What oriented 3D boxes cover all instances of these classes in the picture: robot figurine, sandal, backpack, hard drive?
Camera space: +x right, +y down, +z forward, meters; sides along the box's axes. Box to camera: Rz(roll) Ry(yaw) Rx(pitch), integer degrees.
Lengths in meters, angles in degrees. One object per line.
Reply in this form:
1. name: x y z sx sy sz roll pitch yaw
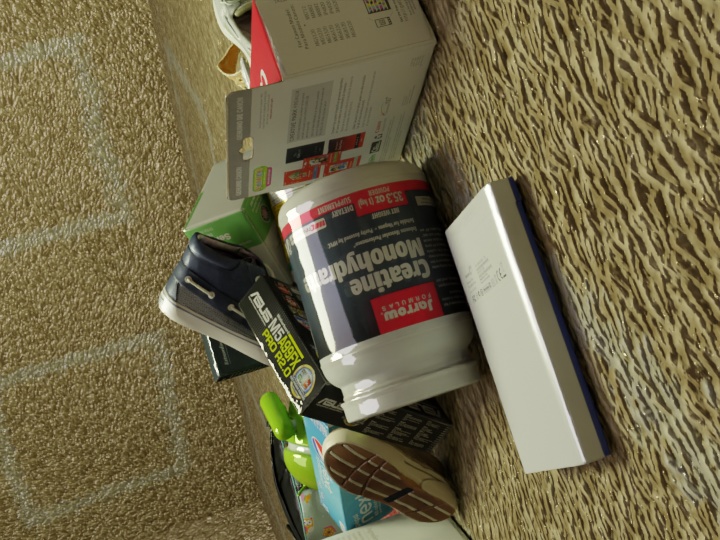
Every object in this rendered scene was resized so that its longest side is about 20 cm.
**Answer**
1. robot figurine: -0.035 0.186 1.305 0.115 0.174 0.203 2 83 55
2. sandal: -0.176 -0.312 1.497 0.213 0.069 0.078 94 157 -56
3. backpack: -0.055 0.310 1.529 0.176 0.151 0.203 139 124 -78
4. hard drive: 0.118 0.046 0.766 0.132 0.025 0.202 124 130 -74

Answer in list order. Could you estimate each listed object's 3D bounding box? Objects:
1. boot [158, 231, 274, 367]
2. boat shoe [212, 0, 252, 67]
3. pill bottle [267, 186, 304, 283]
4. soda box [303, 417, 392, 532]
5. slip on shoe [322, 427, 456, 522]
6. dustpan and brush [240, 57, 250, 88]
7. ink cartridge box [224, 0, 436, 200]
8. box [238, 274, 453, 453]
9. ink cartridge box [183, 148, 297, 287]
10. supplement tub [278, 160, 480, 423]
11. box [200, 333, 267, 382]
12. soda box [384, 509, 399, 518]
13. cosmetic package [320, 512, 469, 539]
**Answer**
1. boot: -0.107 0.037 1.094 0.091 0.198 0.073 -60 21 19
2. boat shoe: -0.130 -0.309 1.316 0.065 0.074 0.204 111 138 -60
3. pill bottle: -0.047 -0.095 1.110 0.113 0.112 0.202 151 102 -77
4. soda box: -0.014 0.209 1.165 0.064 0.067 0.202 42 151 41
5. slip on shoe: 0.032 0.201 1.076 0.199 0.076 0.061 34 -141 -37
6. dustpan and brush: -0.112 -0.191 1.388 0.139 0.057 0.202 -168 63 -76
7. ink cartridge box: -0.043 -0.154 0.885 0.200 0.174 0.085 109 143 -67
8. box: -0.013 0.096 1.041 0.199 0.044 0.161 25 -159 -44
9. ink cartridge box: -0.102 -0.019 1.184 0.201 0.083 0.147 60 -156 -29
10. supplement tub: 0.018 0.018 0.906 0.140 0.139 0.202 131 123 -75
11. box: -0.125 0.053 1.423 0.107 0.198 0.150 136 118 -75
12. soda box: 0.020 0.275 1.372 0.201 0.063 0.071 -118 18 -45
13. cosmetic package: 0.035 0.385 1.130 0.166 0.198 0.169 -147 43 -72
